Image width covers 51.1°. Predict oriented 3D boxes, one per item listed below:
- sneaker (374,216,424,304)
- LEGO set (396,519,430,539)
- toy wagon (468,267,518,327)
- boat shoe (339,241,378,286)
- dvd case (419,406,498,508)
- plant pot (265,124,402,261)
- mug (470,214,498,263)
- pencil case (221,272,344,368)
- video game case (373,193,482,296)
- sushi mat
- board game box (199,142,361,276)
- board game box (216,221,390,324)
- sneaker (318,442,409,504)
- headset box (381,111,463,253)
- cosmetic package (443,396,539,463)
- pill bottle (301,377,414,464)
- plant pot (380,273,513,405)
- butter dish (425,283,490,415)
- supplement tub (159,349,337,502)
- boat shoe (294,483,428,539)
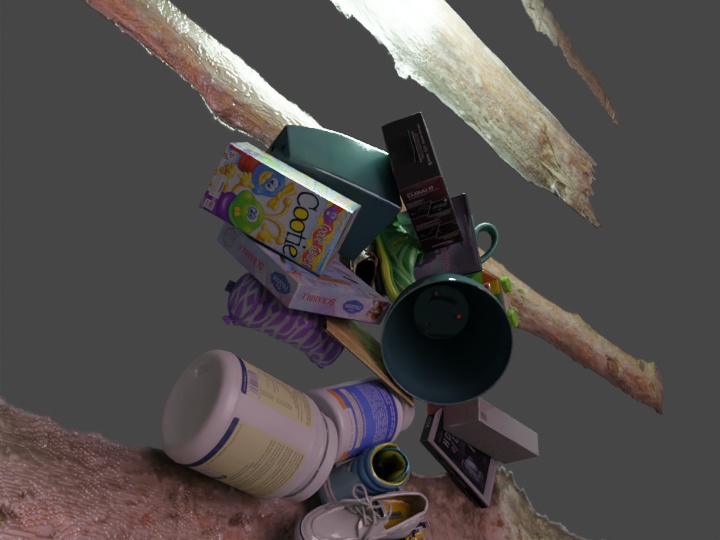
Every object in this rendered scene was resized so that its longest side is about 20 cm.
[{"bbox_3d":[0.070,-0.039,1.336,0.074,0.082,0.203,71,8,-77],"label":"sneaker"},{"bbox_3d":[0.031,0.425,1.086,0.199,0.115,0.156,14,61,-45],"label":"LEGO set"},{"bbox_3d":[0.220,0.056,1.474,0.039,0.153,0.203,30,48,-56],"label":"toy wagon"},{"bbox_3d":[0.000,0.000,1.308,0.070,0.070,0.202,36,46,-29],"label":"boat shoe"},{"bbox_3d":[0.192,0.322,1.414,0.200,0.025,0.151,50,40,-22],"label":"dvd case"},{"bbox_3d":[-0.059,-0.141,1.233,0.198,0.141,0.142,23,38,-32],"label":"plant pot"},{"bbox_3d":[0.163,-0.037,1.431,0.152,0.183,0.116,24,56,-61],"label":"mug"},{"bbox_3d":[-0.109,0.077,1.129,0.199,0.084,0.086,30,85,-36],"label":"pencil case"},{"bbox_3d":[0.110,-0.044,1.362,0.019,0.198,0.145,28,50,-65],"label":"video game case"},{"bbox_3d":[0.012,0.123,1.158,0.200,0.012,0.096,44,21,-21],"label":"sushi mat"},{"bbox_3d":[-0.113,-0.093,1.094,0.198,0.104,0.105,29,12,1],"label":"board game box"},{"bbox_3d":[-0.084,0.003,1.124,0.199,0.041,0.199,15,18,-47],"label":"board game box"},{"bbox_3d":[0.037,0.307,1.127,0.199,0.130,0.080,11,50,-61],"label":"sneaker"},{"bbox_3d":[0.102,-0.150,1.263,0.201,0.076,0.150,62,12,-53],"label":"headset box"},{"bbox_3d":[0.245,0.300,1.404,0.199,0.082,0.051,35,44,-36],"label":"cosmetic package"},{"bbox_3d":[-0.005,0.224,1.151,0.199,0.111,0.114,-1,73,-50],"label":"pill bottle"},{"bbox_3d":[0.130,0.088,1.181,0.201,0.199,0.135,55,12,-14],"label":"plant pot"},{"bbox_3d":[0.128,0.121,1.339,0.146,0.200,0.201,23,53,-13],"label":"butter dish"},{"bbox_3d":[-0.139,0.205,0.969,0.199,0.144,0.147,36,47,-34],"label":"supplement tub"},{"bbox_3d":[0.011,0.327,1.002,0.200,0.086,0.075,5,46,-34],"label":"boat shoe"}]
